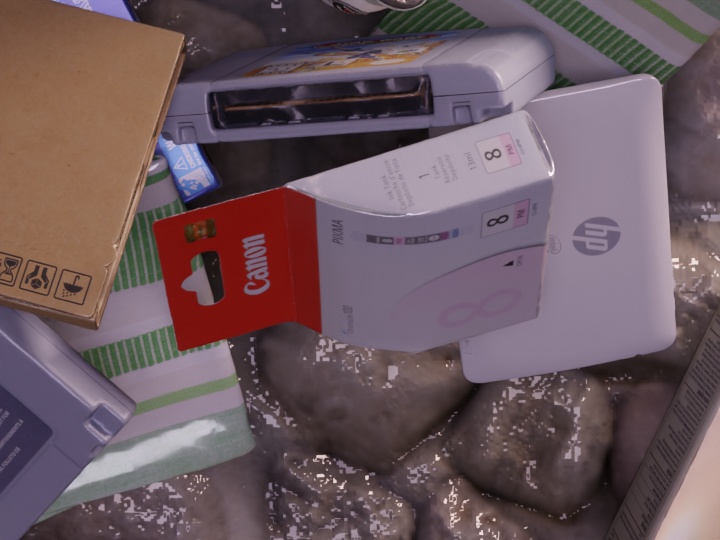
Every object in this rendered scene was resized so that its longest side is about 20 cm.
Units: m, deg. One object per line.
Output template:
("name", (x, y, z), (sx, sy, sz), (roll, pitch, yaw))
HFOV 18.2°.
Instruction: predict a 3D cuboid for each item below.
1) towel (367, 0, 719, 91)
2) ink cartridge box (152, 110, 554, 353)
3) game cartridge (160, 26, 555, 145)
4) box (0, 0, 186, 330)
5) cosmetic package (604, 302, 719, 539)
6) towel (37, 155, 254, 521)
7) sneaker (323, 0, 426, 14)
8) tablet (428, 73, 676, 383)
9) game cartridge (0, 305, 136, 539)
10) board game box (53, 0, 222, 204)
("towel", (0.103, -0.143, 1.236), (0.152, 0.023, 0.200), (33, 139, -8))
("ink cartridge box", (0.000, 0.000, 1.179), (0.199, 0.163, 0.057), (-20, 65, -9))
("game cartridge", (-0.002, -0.101, 1.212), (0.199, 0.133, 0.042), (-3, 108, 19))
("box", (-0.206, -0.071, 1.157), (0.199, 0.021, 0.164), (15, 73, 6))
("cosmetic package", (0.206, 0.125, 1.302), (0.071, 0.105, 0.201), (24, 98, -5))
("towel", (-0.153, 0.040, 1.248), (0.152, 0.023, 0.201), (-17, 119, -6))
("sneaker", (0.019, -0.230, 1.197), (0.074, 0.088, 0.201), (29, 76, -27))
("tablet", (0.112, -0.019, 1.273), (0.129, 0.014, 0.201), (-10, 131, 0))
("game cartridge", (-0.219, 0.086, 1.218), (0.133, 0.041, 0.200), (39, 130, -7))
("board game box", (-0.209, -0.091, 1.253), (0.199, 0.041, 0.201), (-28, 96, 0))
